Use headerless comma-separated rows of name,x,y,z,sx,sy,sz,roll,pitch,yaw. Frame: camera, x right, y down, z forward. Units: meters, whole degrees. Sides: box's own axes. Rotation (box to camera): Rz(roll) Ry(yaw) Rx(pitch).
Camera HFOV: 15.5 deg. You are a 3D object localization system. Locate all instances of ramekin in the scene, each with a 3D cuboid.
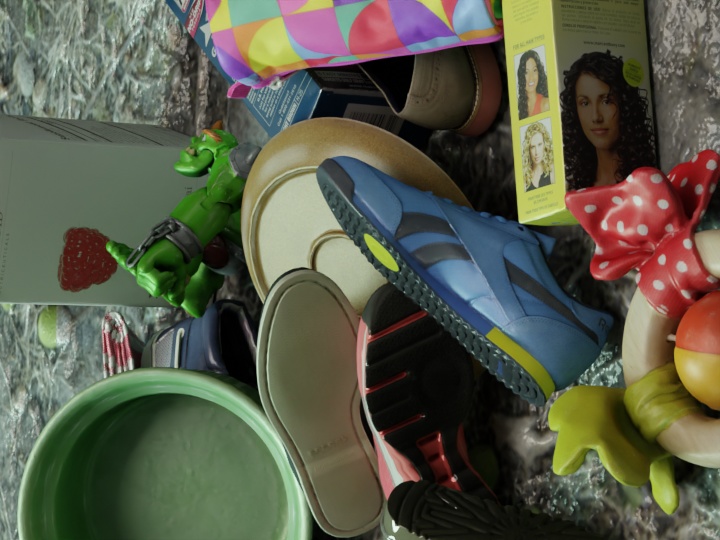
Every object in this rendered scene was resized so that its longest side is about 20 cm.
ramekin,-0.123,0.160,1.784,0.098,0.199,0.201,-27,-57,-81

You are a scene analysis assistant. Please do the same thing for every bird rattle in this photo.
bird rattle,0.190,0.035,1.456,0.163,0.112,0.201,10,84,43

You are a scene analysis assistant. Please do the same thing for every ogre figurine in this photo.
ogre figurine,-0.096,-0.030,1.792,0.098,0.200,0.120,41,90,26

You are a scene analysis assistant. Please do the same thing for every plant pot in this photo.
plant pot,0.000,0.000,1.666,0.199,0.027,0.201,20,128,27

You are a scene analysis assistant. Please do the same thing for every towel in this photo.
towel,-0.163,0.136,1.928,0.146,0.030,0.201,87,179,-81

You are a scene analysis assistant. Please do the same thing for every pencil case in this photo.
pencil case,0.003,-0.164,1.612,0.199,0.088,0.089,-11,78,26

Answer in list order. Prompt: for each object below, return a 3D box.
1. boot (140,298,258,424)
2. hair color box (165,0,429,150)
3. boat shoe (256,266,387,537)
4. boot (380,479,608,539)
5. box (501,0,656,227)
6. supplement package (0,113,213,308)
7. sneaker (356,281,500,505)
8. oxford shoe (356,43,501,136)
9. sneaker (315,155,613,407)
boot,-0.101,0.124,1.854,0.090,0.072,0.201,-31,67,47
hair color box,-0.040,-0.147,1.758,0.200,0.100,0.061,52,128,42
boat shoe,-0.027,0.073,1.672,0.066,0.074,0.200,-117,7,-56
boot,0.072,0.228,1.589,0.181,0.073,0.201,23,128,15
box,0.126,-0.128,1.543,0.050,0.075,0.201,-16,76,55
supplement package,-0.211,-0.043,1.911,0.120,0.199,0.122,22,107,54
sneaker,0.030,0.104,1.640,0.087,0.073,0.201,10,115,67
oxford shoe,0.021,-0.169,1.693,0.071,0.074,0.200,-61,43,34
sneaker,0.063,-0.010,1.574,0.200,0.078,0.066,41,168,10
